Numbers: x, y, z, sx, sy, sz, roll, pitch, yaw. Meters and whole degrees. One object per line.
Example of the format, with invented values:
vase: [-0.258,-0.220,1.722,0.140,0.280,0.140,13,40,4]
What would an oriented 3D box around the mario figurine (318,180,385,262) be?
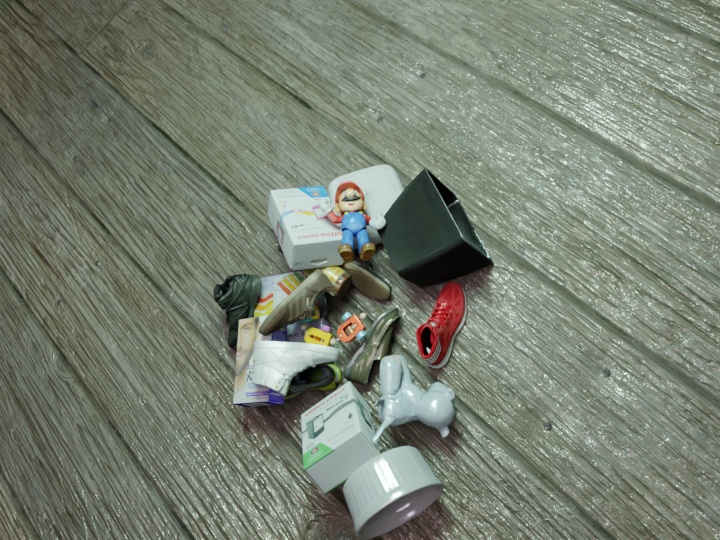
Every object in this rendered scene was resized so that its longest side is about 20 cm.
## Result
mario figurine: [-0.021,-0.126,1.378,0.106,0.122,0.202,-39,47,37]

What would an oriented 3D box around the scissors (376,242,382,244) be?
scissors: [-0.021,-0.129,1.545,0.198,0.014,0.074,26,69,11]

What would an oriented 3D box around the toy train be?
toy train: [-0.076,0.112,1.436,0.150,0.056,0.200,-45,68,5]

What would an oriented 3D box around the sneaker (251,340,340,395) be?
sneaker: [-0.144,0.219,1.356,0.197,0.074,0.117,1,74,9]

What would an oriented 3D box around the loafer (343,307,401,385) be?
loafer: [0.040,0.179,1.419,0.069,0.075,0.201,33,90,15]

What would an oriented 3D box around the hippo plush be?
hippo plush: [0.121,0.262,1.297,0.158,0.200,0.162,1,94,13]

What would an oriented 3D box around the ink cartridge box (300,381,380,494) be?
ink cartridge box: [-0.048,0.352,1.315,0.145,0.084,0.200,-35,20,5]

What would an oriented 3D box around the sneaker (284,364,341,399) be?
sneaker: [-0.148,0.254,1.451,0.197,0.081,0.075,-16,66,15]

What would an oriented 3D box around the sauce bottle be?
sauce bottle: [-0.115,-0.012,1.486,0.199,0.066,0.066,32,84,17]

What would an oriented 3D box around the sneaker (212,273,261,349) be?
sneaker: [-0.324,0.099,1.528,0.076,0.113,0.202,48,125,55]

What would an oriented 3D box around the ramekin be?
ramekin: [0.061,0.445,1.245,0.199,0.201,0.098,-35,57,6]

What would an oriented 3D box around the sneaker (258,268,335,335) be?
sneaker: [-0.142,0.089,1.390,0.200,0.070,0.076,-44,90,0]

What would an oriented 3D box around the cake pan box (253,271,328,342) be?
cake pan box: [-0.170,0.099,1.532,0.197,0.052,0.187,-9,71,17]

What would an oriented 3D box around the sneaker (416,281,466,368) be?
sneaker: [0.181,0.110,1.357,0.077,0.116,0.203,8,75,23]

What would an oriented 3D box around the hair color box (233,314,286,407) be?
hair color box: [-0.235,0.213,1.445,0.108,0.065,0.203,-11,67,30]

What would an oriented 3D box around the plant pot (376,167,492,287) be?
plant pot: [0.155,-0.076,1.399,0.176,0.199,0.202,-33,63,19]

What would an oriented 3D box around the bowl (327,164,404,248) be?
bowl: [0.021,-0.170,1.514,0.197,0.075,0.202,-16,65,-3]

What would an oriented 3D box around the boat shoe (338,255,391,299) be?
boat shoe: [0.000,0.000,1.492,0.198,0.073,0.065,28,50,25]

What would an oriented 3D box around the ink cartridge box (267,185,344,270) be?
ink cartridge box: [-0.125,-0.105,1.469,0.143,0.085,0.201,-8,49,-23]
